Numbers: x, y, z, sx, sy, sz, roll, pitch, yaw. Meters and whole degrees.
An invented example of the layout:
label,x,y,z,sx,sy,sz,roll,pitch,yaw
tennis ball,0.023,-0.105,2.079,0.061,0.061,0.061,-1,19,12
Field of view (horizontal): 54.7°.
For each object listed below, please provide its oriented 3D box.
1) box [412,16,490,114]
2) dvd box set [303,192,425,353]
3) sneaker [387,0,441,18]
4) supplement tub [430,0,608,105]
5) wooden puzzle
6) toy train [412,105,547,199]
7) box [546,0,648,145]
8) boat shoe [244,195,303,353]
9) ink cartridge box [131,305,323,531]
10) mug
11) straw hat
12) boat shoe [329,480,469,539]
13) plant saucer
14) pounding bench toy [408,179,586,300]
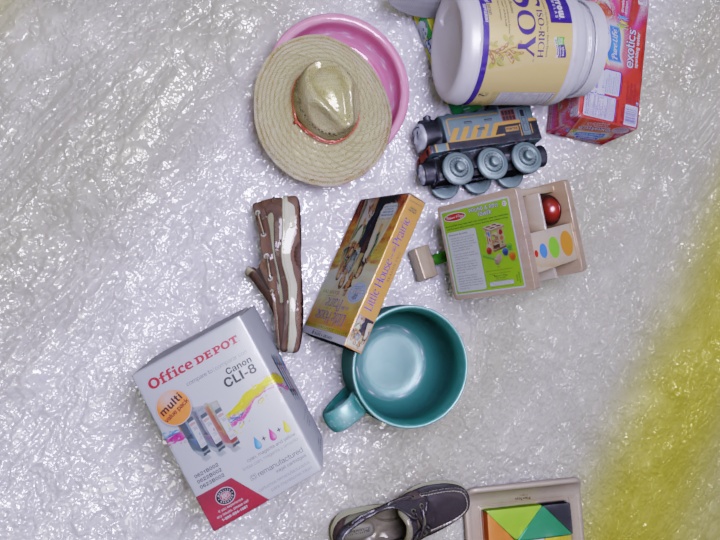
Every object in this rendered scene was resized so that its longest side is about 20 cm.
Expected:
label,x,y,z,sx,sy,sz,roll,pitch,yaw
box,0.152,-0.330,1.003,0.116,0.048,0.203,-23,93,-14
dvd box set,0.000,0.000,0.890,0.029,0.146,0.202,28,81,-23
sneaker,0.121,-0.414,0.948,0.197,0.074,0.118,-5,84,-22
supplement tub,0.205,-0.292,0.915,0.197,0.145,0.148,-3,87,-13
wooden puzzle,0.237,0.400,0.975,0.182,0.037,0.203,-1,86,-14
toy train,0.166,-0.172,0.980,0.197,0.085,0.116,-11,78,-15
box,0.346,-0.299,1.021,0.098,0.095,0.203,9,84,-13
boat shoe,-0.113,0.006,0.908,0.074,0.075,0.206,-2,79,-3
ink cartridge box,-0.151,0.165,0.833,0.144,0.145,0.202,-28,92,-2
mug,0.035,0.123,0.907,0.182,0.114,0.155,-2,87,-13
straw hat,-0.042,-0.214,0.876,0.198,0.085,0.205,1,85,-14
boat shoe,0.059,0.335,0.921,0.197,0.065,0.074,-16,93,-11
plant saucer,-0.034,-0.243,0.950,0.197,0.051,0.204,1,85,-13
pounding bench toy,0.183,-0.038,0.957,0.155,0.198,0.126,-14,92,-45
